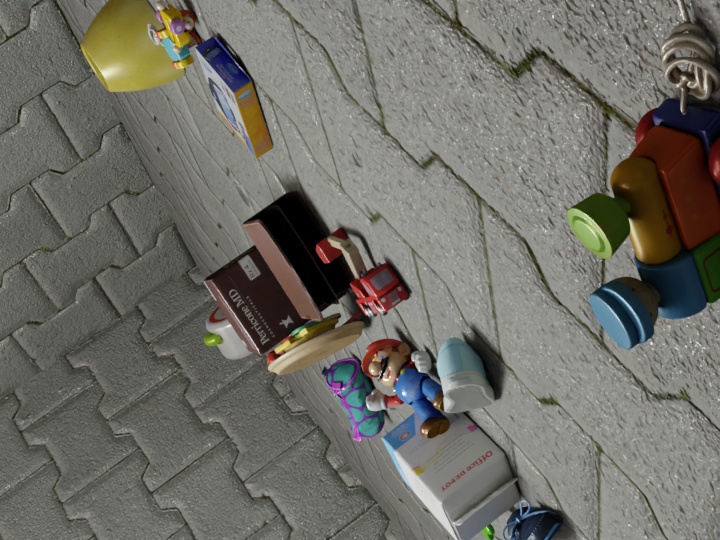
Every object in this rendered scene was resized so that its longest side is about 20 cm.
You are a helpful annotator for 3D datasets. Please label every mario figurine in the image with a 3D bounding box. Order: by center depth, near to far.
[{"bbox_3d":[0.061,0.180,1.735,0.200,0.123,0.106,40,171,44],"label":"mario figurine"}]

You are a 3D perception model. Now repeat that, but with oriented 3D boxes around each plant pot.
[{"bbox_3d":[-0.450,-0.424,2.087,0.201,0.141,0.200,53,168,17],"label":"plant pot"}]

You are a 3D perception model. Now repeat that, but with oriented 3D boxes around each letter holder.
[{"bbox_3d":[-0.097,-0.025,1.860,0.201,0.100,0.142,58,166,-10],"label":"letter holder"}]

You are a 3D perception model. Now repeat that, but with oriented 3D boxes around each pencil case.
[{"bbox_3d":[-0.012,0.278,2.354,0.084,0.093,0.201,14,146,35],"label":"pencil case"}]

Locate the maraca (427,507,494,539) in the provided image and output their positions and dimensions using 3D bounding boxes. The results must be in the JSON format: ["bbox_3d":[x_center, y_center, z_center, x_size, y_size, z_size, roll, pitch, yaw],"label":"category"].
[{"bbox_3d":[0.171,0.390,1.880,0.138,0.106,0.200,61,167,-24],"label":"maraca"}]

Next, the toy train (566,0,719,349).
[{"bbox_3d":[0.171,-0.055,0.654,0.085,0.115,0.201,35,157,58],"label":"toy train"}]

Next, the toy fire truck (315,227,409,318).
[{"bbox_3d":[0.000,0.000,1.656,0.142,0.048,0.200,57,168,-3],"label":"toy fire truck"}]

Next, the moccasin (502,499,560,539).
[{"bbox_3d":[0.248,0.394,1.642,0.068,0.081,0.200,40,164,11],"label":"moccasin"}]

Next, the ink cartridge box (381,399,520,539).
[{"bbox_3d":[0.150,0.320,1.723,0.200,0.128,0.126,44,164,47],"label":"ink cartridge box"}]

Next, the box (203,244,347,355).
[{"bbox_3d":[-0.159,0.030,2.008,0.167,0.199,0.164,56,168,-7],"label":"box"}]

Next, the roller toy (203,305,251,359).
[{"bbox_3d":[-0.337,0.161,3.136,0.141,0.198,0.183,60,-157,-21],"label":"roller toy"}]

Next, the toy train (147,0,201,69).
[{"bbox_3d":[-0.312,-0.420,1.773,0.151,0.055,0.200,53,165,19],"label":"toy train"}]

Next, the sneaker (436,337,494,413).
[{"bbox_3d":[0.140,0.138,1.469,0.200,0.073,0.083,75,-173,-71],"label":"sneaker"}]

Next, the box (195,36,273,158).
[{"bbox_3d":[-0.203,-0.280,1.739,0.119,0.041,0.201,50,169,27],"label":"box"}]

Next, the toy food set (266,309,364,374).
[{"bbox_3d":[-0.078,0.128,1.962,0.197,0.199,0.049,-35,76,41],"label":"toy food set"}]
